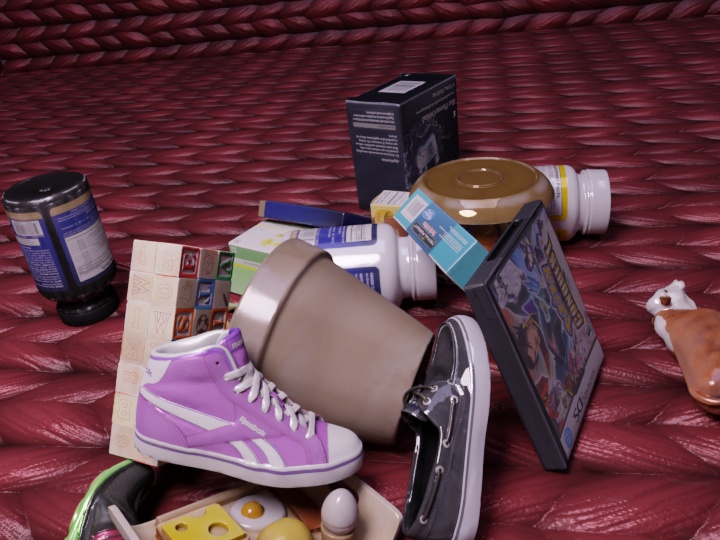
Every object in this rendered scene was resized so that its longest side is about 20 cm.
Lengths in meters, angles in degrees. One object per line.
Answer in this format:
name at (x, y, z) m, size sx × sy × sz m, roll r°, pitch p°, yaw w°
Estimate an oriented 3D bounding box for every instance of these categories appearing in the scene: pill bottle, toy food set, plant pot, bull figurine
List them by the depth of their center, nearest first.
toy food set at (-0.081, 0.202, 0.506) m, size 0.199 × 0.061 × 0.143 m, roll -5°, pitch 22°, yaw -44°
plant pot at (-0.023, 0.088, 0.636) m, size 0.172 × 0.202 × 0.200 m, roll 20°, pitch 36°, yaw 13°
bull figurine at (0.379, 0.080, 0.659) m, size 0.120 × 0.066 × 0.201 m, roll -2°, pitch 31°, yaw 15°
pill bottle at (0.000, 0.000, 0.827) m, size 0.197 × 0.121 × 0.120 m, roll -4°, pitch 30°, yaw 6°
plant pot at (0.163, -0.117, 0.854) m, size 0.197 × 0.028 × 0.201 m, roll -5°, pitch 30°, yaw 3°
pill bottle at (-0.414, -0.028, 0.883) m, size 0.110 × 0.202 × 0.112 m, roll -5°, pitch 29°, yaw 3°
pill bottle at (0.268, -0.100, 0.948) m, size 0.197 × 0.115 × 0.115 m, roll -1°, pitch 30°, yaw 10°

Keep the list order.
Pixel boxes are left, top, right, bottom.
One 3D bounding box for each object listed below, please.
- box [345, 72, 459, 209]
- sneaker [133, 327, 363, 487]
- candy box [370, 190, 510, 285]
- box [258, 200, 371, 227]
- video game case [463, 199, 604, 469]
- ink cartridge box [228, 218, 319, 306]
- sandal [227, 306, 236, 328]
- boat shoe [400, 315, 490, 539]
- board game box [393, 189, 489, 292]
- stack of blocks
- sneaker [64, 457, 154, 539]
box at (0.085, -0.233, 1.130) m, size 0.117 × 0.202 × 0.196 m, roll 14°, pitch 36°, yaw 34°
sneaker at (-0.086, 0.111, 0.527) m, size 0.198 × 0.116 × 0.073 m, roll 11°, pitch 11°, yaw -9°
candy box at (0.117, -0.043, 0.880) m, size 0.198 × 0.118 × 0.056 m, roll 8°, pitch 32°, yaw 25°
box at (-0.053, -0.084, 1.024) m, size 0.198 × 0.033 × 0.121 m, roll 13°, pitch 6°, yaw 29°
video game case at (0.181, 0.056, 0.617) m, size 0.025 × 0.201 × 0.181 m, roll -14°, pitch 20°, yaw 39°
ink cartridge box at (-0.146, -0.011, 0.953) m, size 0.144 × 0.048 × 0.200 m, roll 12°, pitch 33°, yaw 29°
sandal at (-0.152, 0.075, 0.795) m, size 0.197 × 0.055 × 0.081 m, roll -1°, pitch 30°, yaw 11°
boat shoe at (0.066, 0.133, 0.543) m, size 0.066 × 0.202 × 0.070 m, roll 13°, pitch -18°, yaw -17°
board game box at (0.139, 0.009, 0.717) m, size 0.047 × 0.200 × 0.151 m, roll -45°, pitch 32°, yaw 7°
stack of blocks at (-0.177, 0.076, 0.622) m, size 0.058 × 0.203 × 0.115 m, roll 6°, pitch 0°, yaw 21°
sneaker at (-0.208, 0.244, 0.517) m, size 0.083 × 0.077 × 0.201 m, roll 15°, pitch 29°, yaw -6°
